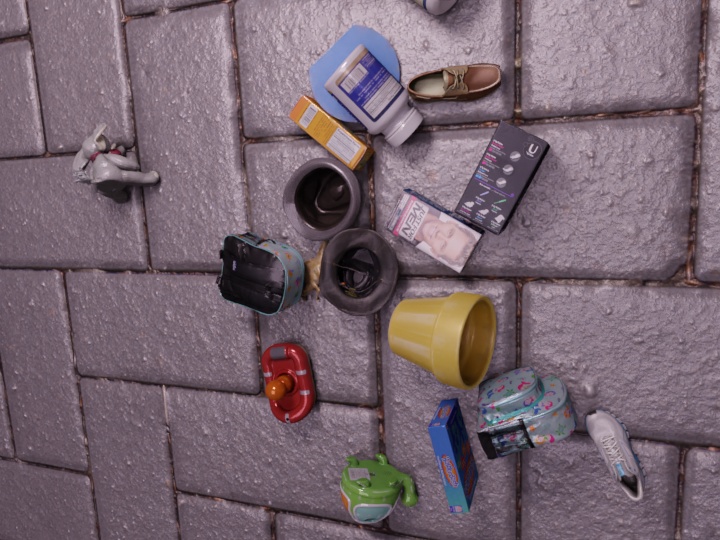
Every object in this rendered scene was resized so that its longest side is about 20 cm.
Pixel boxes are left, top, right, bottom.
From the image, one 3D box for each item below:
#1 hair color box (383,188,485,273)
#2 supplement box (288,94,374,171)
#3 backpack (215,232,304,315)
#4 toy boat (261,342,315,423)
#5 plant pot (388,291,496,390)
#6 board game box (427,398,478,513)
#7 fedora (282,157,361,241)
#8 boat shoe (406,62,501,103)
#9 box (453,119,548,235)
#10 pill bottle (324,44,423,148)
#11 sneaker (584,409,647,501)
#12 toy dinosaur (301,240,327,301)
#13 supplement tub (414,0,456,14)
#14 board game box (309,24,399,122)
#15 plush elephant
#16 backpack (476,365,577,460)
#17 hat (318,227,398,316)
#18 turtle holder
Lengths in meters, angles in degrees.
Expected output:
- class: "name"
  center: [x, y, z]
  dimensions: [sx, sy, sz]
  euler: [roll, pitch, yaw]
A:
- class: "hair color box"
  center: [0.162, -0.091, 1.221]
  dimensions: [0.199, 0.060, 0.100]
  euler: [31, 109, 12]
- class: "supplement box"
  center: [-0.065, -0.313, 1.262]
  dimensions: [0.200, 0.067, 0.069]
  euler: [43, 108, 8]
- class: "backpack"
  center: [-0.228, 0.010, 1.332]
  dimensions: [0.199, 0.153, 0.177]
  euler: [21, 107, 31]
- class: "toy boat"
  center: [-0.193, 0.289, 1.384]
  dimensions: [0.130, 0.131, 0.202]
  euler: [-8, 97, 22]
- class: "plant pot"
  center: [0.171, 0.139, 1.200]
  dimensions: [0.188, 0.200, 0.202]
  euler: [10, 104, 35]
- class: "board game box"
  center: [0.212, 0.413, 1.246]
  dimensions: [0.045, 0.152, 0.201]
  euler: [-13, 96, 21]
- class: "fedora"
  center: [-0.074, -0.170, 1.274]
  dimensions: [0.200, 0.090, 0.177]
  euler: [-41, 86, 31]
- class: "boat shoe"
  center: [0.191, -0.387, 1.148]
  dimensions: [0.199, 0.074, 0.076]
  euler: [-5, 98, 21]
- class: "box"
  center: [0.289, -0.187, 1.122]
  dimensions: [0.106, 0.122, 0.201]
  euler: [30, 109, 13]
- class: "pill bottle"
  center: [0.033, -0.362, 1.169]
  dimensions: [0.200, 0.120, 0.120]
  euler: [42, 112, -14]
- class: "sneaker"
  center: [0.540, 0.388, 1.155]
  dimensions: [0.075, 0.087, 0.201]
  euler: [-33, 86, 24]
- class: "toy dinosaur"
  center: [-0.097, 0.001, 1.335]
  dimensions: [0.101, 0.058, 0.201]
  euler: [27, 108, 15]
- class: "supplement tub"
  center: [0.115, -0.624, 1.094]
  dimensions: [0.200, 0.145, 0.145]
  euler: [40, 110, 9]
- class: "board game box"
  center: [-0.011, -0.434, 1.229]
  dimensions: [0.200, 0.039, 0.158]
  euler: [-40, 105, 14]
- class: "plush elephant"
  center: [-0.665, -0.285, 1.447]
  dimensions: [0.164, 0.200, 0.156]
  euler: [-24, 73, 29]
- class: "backpack"
  center: [0.345, 0.293, 1.163]
  dimensions: [0.199, 0.178, 0.152]
  euler: [-17, 99, 18]
- class: "hat"
  center: [0.000, 0.000, 1.282]
  dimensions: [0.199, 0.081, 0.202]
  euler: [1, 98, 8]
- class: "turtle holder"
  center: [0.037, 0.537, 1.355]
  dimensions: [0.141, 0.185, 0.133]
  euler: [22, 109, 49]
